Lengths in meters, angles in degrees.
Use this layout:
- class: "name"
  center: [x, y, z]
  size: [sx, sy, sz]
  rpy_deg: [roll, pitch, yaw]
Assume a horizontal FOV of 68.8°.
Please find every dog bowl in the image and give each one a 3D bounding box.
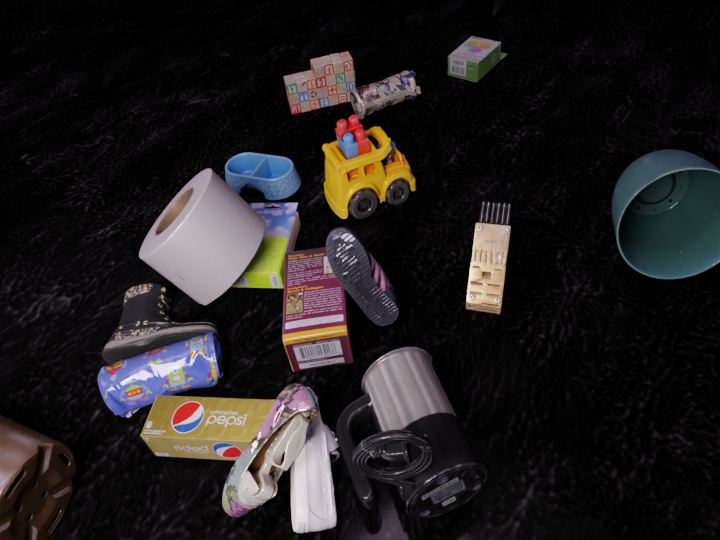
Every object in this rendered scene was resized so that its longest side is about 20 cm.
- class: "dog bowl"
  center: [-0.236, -0.229, 1.248]
  size: [0.193, 0.051, 0.113]
  rpy_deg: [12, 48, 18]

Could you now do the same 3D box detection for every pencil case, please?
- class: "pencil case"
  center: [0.063, -0.476, 1.424]
  size: [0.195, 0.080, 0.089]
  rpy_deg: [-24, 27, -16]
- class: "pencil case"
  center: [-0.317, 0.169, 0.851]
  size: [0.193, 0.090, 0.078]
  rpy_deg: [-18, 4, -10]

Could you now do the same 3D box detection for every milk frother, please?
- class: "milk frother"
  center: [0.055, 0.191, 0.683]
  size: [0.174, 0.205, 0.191]
  rpy_deg: [-12, 44, -14]

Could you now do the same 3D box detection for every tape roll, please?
- class: "tape roll"
  center: [-0.289, -0.063, 0.969]
  size: [0.200, 0.139, 0.206]
  rpy_deg: [-33, 32, 24]

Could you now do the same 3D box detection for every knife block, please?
- class: "knife block"
  center: [0.245, -0.030, 0.987]
  size: [0.061, 0.175, 0.209]
  rpy_deg: [7, 91, 16]

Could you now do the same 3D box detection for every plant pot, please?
- class: "plant pot"
  center: [-0.512, 0.283, 0.700]
  size: [0.191, 0.205, 0.204]
  rpy_deg: [13, 47, 10]
- class: "plant pot"
  center: [0.541, -0.116, 0.930]
  size: [0.192, 0.207, 0.163]
  rpy_deg: [3, 33, 11]

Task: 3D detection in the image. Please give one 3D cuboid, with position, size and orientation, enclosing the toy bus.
- class: "toy bus"
  center: [0.014, -0.237, 1.120]
  size: [0.194, 0.197, 0.137]
  rpy_deg: [-20, 44, -14]

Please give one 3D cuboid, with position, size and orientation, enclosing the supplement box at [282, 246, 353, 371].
- class: "supplement box"
  center: [-0.074, 0.060, 0.916]
  size: [0.106, 0.088, 0.204]
  rpy_deg: [-8, 45, 1]

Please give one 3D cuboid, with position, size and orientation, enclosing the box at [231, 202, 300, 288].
- class: "box"
  center: [-0.195, -0.055, 1.072]
  size: [0.117, 0.049, 0.205]
  rpy_deg: [1, 47, 9]

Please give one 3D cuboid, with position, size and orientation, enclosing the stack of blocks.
- class: "stack of blocks"
  center: [-0.113, -0.524, 1.472]
  size: [0.193, 0.118, 0.060]
  rpy_deg: [-15, 44, -6]

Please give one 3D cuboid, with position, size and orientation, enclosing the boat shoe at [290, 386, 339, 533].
- class: "boat shoe"
  center: [-0.062, 0.258, 0.739]
  size: [0.066, 0.074, 0.203]
  rpy_deg: [6, 38, -12]

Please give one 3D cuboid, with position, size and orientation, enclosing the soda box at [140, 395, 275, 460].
- class: "soda box"
  center: [-0.216, 0.235, 0.782]
  size: [0.192, 0.065, 0.069]
  rpy_deg: [0, 45, 8]

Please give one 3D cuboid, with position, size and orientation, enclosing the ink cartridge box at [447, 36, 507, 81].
- class: "ink cartridge box"
  center: [0.349, -0.636, 1.551]
  size: [0.102, 0.061, 0.200]
  rpy_deg: [25, 54, 29]

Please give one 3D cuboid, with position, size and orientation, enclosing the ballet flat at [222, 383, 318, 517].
- class: "ballet flat"
  center: [-0.118, 0.249, 0.692]
  size: [0.204, 0.068, 0.071]
  rpy_deg: [-59, 35, -1]

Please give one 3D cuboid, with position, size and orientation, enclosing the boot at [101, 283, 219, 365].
- class: "boot"
  center: [-0.348, 0.085, 0.943]
  size: [0.195, 0.075, 0.157]
  rpy_deg: [-10, 43, -1]

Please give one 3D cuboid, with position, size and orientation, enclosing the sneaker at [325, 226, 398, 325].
- class: "sneaker"
  center: [0.000, 0.000, 0.897]
  size: [0.068, 0.203, 0.083]
  rpy_deg: [-23, 30, 12]
